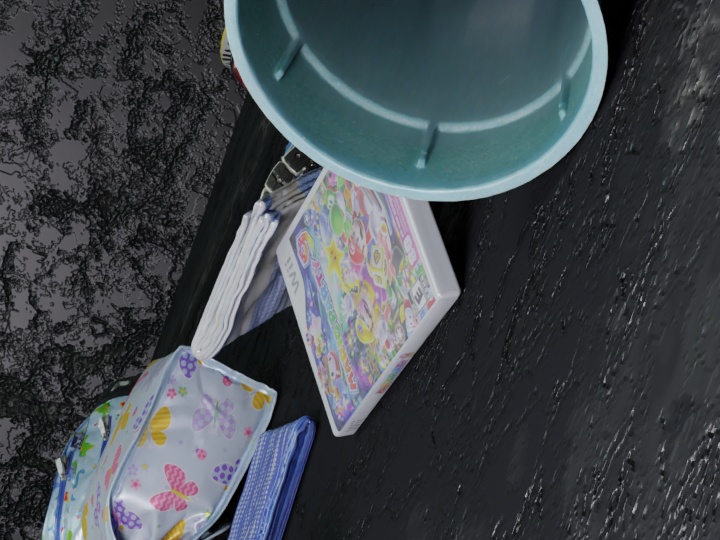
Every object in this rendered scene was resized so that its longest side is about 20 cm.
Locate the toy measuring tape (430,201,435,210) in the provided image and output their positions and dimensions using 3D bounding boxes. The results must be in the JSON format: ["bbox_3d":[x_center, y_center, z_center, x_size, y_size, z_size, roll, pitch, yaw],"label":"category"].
[{"bbox_3d":[0.001,-0.021,1.332,0.200,0.073,0.074,121,166,-49],"label":"toy measuring tape"}]

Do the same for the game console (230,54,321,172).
[{"bbox_3d":[-0.018,-0.176,1.475,0.201,0.118,0.172,-57,5,-17],"label":"game console"}]

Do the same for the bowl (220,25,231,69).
[{"bbox_3d":[-0.024,-0.232,1.731,0.201,0.094,0.201,-48,-11,-13],"label":"bowl"}]

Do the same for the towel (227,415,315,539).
[{"bbox_3d":[-0.082,0.186,1.508,0.200,0.024,0.146,146,143,-75],"label":"towel"}]

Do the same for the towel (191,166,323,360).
[{"bbox_3d":[-0.040,-0.019,1.421,0.200,0.024,0.147,-30,-27,-51],"label":"towel"}]

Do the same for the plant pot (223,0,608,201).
[{"bbox_3d":[0.048,-0.176,1.051,0.197,0.199,0.201,-69,6,-48],"label":"plant pot"}]

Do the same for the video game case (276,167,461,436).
[{"bbox_3d":[0.000,0.000,1.236,0.200,0.018,0.144,123,133,-55],"label":"video game case"}]

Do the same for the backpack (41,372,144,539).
[{"bbox_3d":[-0.226,0.227,1.878,0.201,0.153,0.164,-105,-4,-52],"label":"backpack"}]

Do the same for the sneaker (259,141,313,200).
[{"bbox_3d":[-0.034,-0.083,1.673,0.089,0.078,0.201,114,-179,-65],"label":"sneaker"}]

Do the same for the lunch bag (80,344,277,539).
[{"bbox_3d":[-0.168,0.181,1.712,0.201,0.127,0.170,-63,9,-15],"label":"lunch bag"}]
